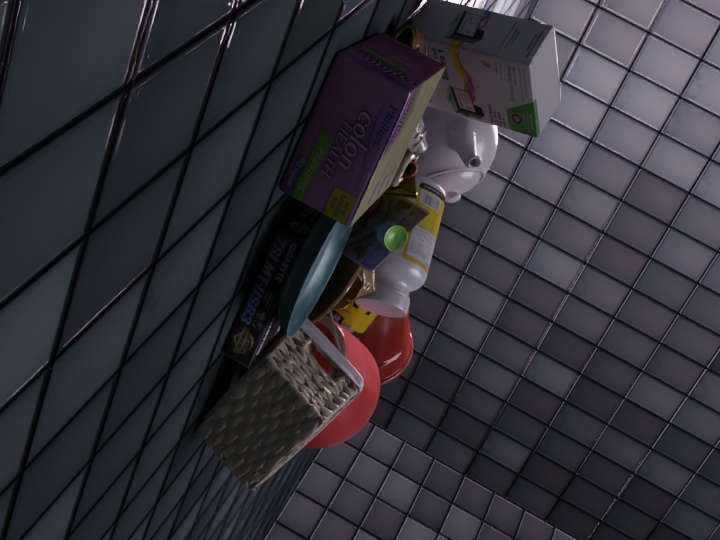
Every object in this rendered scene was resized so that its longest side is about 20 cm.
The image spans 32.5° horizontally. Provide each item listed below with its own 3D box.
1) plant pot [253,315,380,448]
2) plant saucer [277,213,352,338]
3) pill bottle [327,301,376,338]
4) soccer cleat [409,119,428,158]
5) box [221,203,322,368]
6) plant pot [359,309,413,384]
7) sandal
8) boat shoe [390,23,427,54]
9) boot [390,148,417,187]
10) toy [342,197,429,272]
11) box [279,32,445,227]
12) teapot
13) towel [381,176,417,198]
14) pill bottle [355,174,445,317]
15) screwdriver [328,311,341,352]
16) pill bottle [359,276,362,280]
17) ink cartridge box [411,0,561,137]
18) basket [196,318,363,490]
[{"bbox_3d":[-0.077,0.154,1.877,0.202,0.199,0.178,-60,163,-16],"label":"plant pot"},{"bbox_3d":[-0.057,-0.009,1.562,0.202,0.027,0.200,-63,174,-11],"label":"plant saucer"},{"bbox_3d":[0.006,0.011,2.079,0.201,0.114,0.114,-53,176,11],"label":"pill bottle"},{"bbox_3d":[0.069,-0.223,1.842,0.070,0.086,0.200,-59,173,-23],"label":"soccer cleat"},{"bbox_3d":[-0.097,0.005,1.640,0.201,0.049,0.199,-65,174,23],"label":"box"},{"bbox_3d":[0.009,0.076,2.263,0.202,0.199,0.196,-57,164,-36],"label":"plant pot"},{"bbox_3d":[0.003,0.001,1.760,0.077,0.069,0.213,15,-109,58],"label":"sandal"},{"bbox_3d":[0.026,-0.224,1.597,0.068,0.071,0.202,29,79,-81],"label":"boat shoe"},{"bbox_3d":[0.033,-0.161,1.728,0.076,0.106,0.200,-66,175,17],"label":"boot"},{"bbox_3d":[0.002,-0.078,1.718,0.115,0.047,0.200,-45,-146,-6],"label":"toy"},{"bbox_3d":[0.006,-0.173,1.472,0.177,0.096,0.200,-64,175,23],"label":"box"},{"bbox_3d":[0.137,-0.180,2.009,0.199,0.196,0.148,13,65,-59],"label":"teapot"},{"bbox_3d":[0.038,-0.138,1.768,0.200,0.085,0.018,-89,-179,-71],"label":"towel"},{"bbox_3d":[0.054,-0.038,1.845,0.112,0.111,0.202,98,8,-74],"label":"pill bottle"},{"bbox_3d":[-0.048,0.050,1.783,0.029,0.028,0.202,9,67,-63],"label":"screwdriver"},{"bbox_3d":[0.013,-0.064,1.955,0.201,0.111,0.112,-60,174,-24],"label":"pill bottle"},{"bbox_3d":[0.173,-0.287,1.737,0.084,0.198,0.145,-56,150,-27],"label":"ink cartridge box"},{"bbox_3d":[-0.115,0.186,1.696,0.200,0.136,0.123,-45,177,31],"label":"basket"}]
